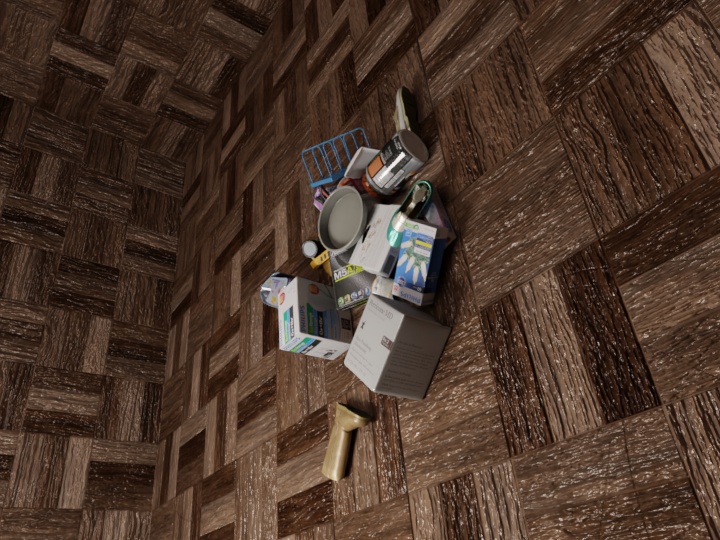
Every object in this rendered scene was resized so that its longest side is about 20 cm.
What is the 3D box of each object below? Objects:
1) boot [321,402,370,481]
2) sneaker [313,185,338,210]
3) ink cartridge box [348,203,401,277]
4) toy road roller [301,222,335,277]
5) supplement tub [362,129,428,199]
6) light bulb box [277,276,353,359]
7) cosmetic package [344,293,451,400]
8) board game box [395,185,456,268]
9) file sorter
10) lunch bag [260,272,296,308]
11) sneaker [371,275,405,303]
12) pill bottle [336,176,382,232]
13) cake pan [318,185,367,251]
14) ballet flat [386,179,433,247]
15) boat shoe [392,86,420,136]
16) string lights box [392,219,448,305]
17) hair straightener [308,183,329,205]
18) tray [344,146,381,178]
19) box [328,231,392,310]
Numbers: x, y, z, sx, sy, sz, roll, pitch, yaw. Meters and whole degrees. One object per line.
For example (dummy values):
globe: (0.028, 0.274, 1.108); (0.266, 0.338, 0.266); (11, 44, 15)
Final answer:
boot: (-0.040, 0.489, 1.577); (0.175, 0.065, 0.203); (174, 110, -69)
sneaker: (-0.091, -0.269, 1.934); (0.200, 0.114, 0.073); (-44, 13, 36)
ink cartridge box: (0.060, -0.090, 1.598); (0.173, 0.043, 0.202); (15, 79, 60)
toy road roller: (-0.079, -0.068, 1.832); (0.199, 0.123, 0.147); (-36, 85, 17)
supplement tub: (0.098, -0.310, 1.669); (0.200, 0.121, 0.124); (-41, 44, 40)
light bulb box: (-0.142, 0.152, 1.753); (0.125, 0.198, 0.201); (-40, 45, 40)
cosmetic package: (0.091, 0.190, 1.412); (0.164, 0.163, 0.203); (29, 100, 56)
board game box: (0.160, -0.103, 1.554); (0.200, 0.041, 0.201); (-49, 40, 33)
file sorter: (-0.076, -0.377, 1.865); (0.138, 0.199, 0.124); (-3, 113, 56)
lunch bag: (-0.240, 0.082, 1.962); (0.199, 0.168, 0.129); (2, 79, 57)
sneaker: (0.080, 0.119, 1.544); (0.091, 0.075, 0.204); (3, 96, 26)
pill bottle: (0.004, -0.213, 1.774); (0.115, 0.113, 0.201); (-57, 35, 23)
cake pan: (-0.051, -0.153, 1.694); (0.199, 0.036, 0.204); (-14, 70, 43)
ballet flat: (0.127, -0.157, 1.487); (0.202, 0.067, 0.070); (-58, -12, -4)
boat shoe: (0.132, -0.480, 1.738); (0.068, 0.074, 0.203); (-30, 53, 40)
string lights box: (0.153, -0.022, 1.452); (0.102, 0.058, 0.203); (21, 107, 39)
hair straightener: (-0.111, -0.217, 1.914); (0.077, 0.200, 0.041); (-46, -1, 38)
tray: (0.027, -0.332, 1.730); (0.022, 0.199, 0.108); (45, 117, 22)
box: (0.000, 0.000, 1.678); (0.198, 0.047, 0.196); (-21, 70, 33)
